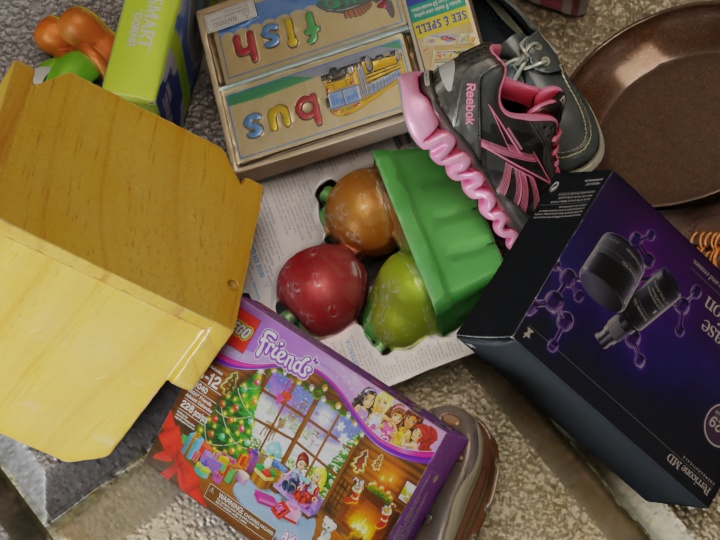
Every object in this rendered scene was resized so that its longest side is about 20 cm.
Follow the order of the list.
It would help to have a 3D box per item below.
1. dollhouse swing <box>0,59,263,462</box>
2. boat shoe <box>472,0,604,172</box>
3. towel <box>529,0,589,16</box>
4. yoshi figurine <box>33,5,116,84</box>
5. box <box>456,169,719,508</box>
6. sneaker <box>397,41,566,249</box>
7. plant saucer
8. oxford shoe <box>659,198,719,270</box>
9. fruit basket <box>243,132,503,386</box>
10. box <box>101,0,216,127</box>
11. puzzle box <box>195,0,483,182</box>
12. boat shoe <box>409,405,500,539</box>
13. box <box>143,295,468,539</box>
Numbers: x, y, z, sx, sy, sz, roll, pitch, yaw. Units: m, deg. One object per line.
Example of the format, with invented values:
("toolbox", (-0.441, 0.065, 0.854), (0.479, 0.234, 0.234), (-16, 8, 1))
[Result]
("dollhouse swing", (-0.204, 0.001, 1.598), (0.199, 0.176, 0.183), (25, 51, -19))
("boat shoe", (0.109, -0.147, 1.677), (0.073, 0.062, 0.200), (-31, 57, -3))
("towel", (0.078, -0.243, 1.694), (0.199, 0.146, 0.030), (22, 82, 9))
("yoshi figurine", (-0.264, -0.105, 1.676), (0.111, 0.113, 0.201), (22, 73, 26))
("box", (0.184, 0.048, 1.564), (0.200, 0.079, 0.142), (40, 74, -22))
("sneaker", (0.113, -0.083, 1.590), (0.095, 0.200, 0.079), (-33, 38, 16))
("plant saucer", (0.237, -0.112, 1.662), (0.199, 0.037, 0.201), (-16, 44, 16))
("oxford shoe", (0.256, -0.020, 1.608), (0.199, 0.073, 0.072), (3, 90, 35))
("fruit basket", (0.000, 0.000, 1.643), (0.199, 0.094, 0.186), (-24, 70, 4))
("box", (-0.147, -0.168, 1.681), (0.047, 0.122, 0.201), (10, 70, 5))
("puzzle box", (-0.011, -0.153, 1.644), (0.199, 0.025, 0.134), (-18, 73, 9))
("boat shoe", (0.044, 0.193, 1.563), (0.075, 0.072, 0.201), (28, 93, 36))
("box", (-0.040, 0.123, 1.559), (0.199, 0.039, 0.137), (31, 95, 30))
